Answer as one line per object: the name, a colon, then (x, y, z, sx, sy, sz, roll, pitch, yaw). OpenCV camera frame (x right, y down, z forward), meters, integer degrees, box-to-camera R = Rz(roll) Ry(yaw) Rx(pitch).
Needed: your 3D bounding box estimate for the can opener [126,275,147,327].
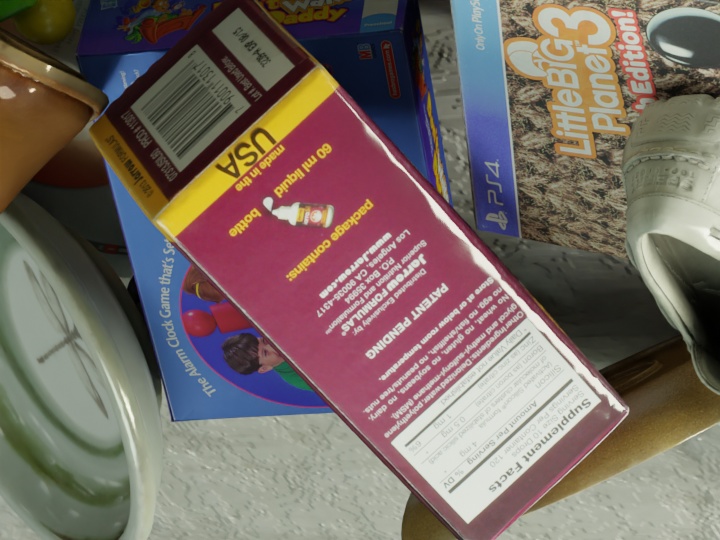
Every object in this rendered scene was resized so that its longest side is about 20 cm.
can opener: (-0.009, 0.028, 1.310, 0.199, 0.053, 0.067, 13, 129, -4)

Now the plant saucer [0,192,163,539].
plant saucer: (-0.139, 0.036, 1.295, 0.200, 0.050, 0.201, 38, 143, 36)

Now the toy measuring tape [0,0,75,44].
toy measuring tape: (-0.166, -0.180, 1.134, 0.073, 0.074, 0.200, -17, 108, 44)

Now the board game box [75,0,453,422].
board game box: (-0.031, -0.027, 1.204, 0.134, 0.045, 0.200, -3, 129, 10)

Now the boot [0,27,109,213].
boot: (-0.177, -0.019, 1.132, 0.077, 0.156, 0.200, 33, 167, -18)

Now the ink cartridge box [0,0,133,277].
ink cartridge box: (-0.083, -0.039, 1.282, 0.200, 0.050, 0.162, 26, 148, 0)

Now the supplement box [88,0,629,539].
supplement box: (0.000, 0.000, 1.107, 0.200, 0.086, 0.110, 47, -178, -28)

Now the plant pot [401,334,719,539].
plant pot: (0.102, 0.062, 1.215, 0.200, 0.200, 0.028, -24, 92, 48)

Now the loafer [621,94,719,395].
loafer: (0.144, 0.022, 1.035, 0.070, 0.070, 0.200, -5, 138, 35)

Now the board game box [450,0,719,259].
board game box: (0.143, -0.080, 1.045, 0.199, 0.097, 0.160, 11, 145, 16)
